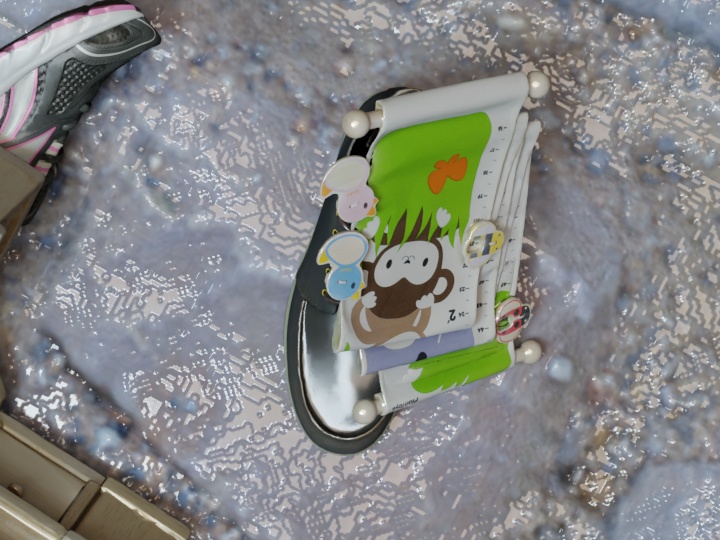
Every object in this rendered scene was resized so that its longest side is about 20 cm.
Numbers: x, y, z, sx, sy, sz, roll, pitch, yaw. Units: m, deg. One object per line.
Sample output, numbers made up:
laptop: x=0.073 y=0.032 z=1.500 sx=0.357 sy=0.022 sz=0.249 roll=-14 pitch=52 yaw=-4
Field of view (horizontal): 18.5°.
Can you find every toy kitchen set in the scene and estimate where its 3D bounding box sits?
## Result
toy kitchen set: x=-0.172 y=0.083 z=1.104 sx=0.199 sy=0.163 sz=0.181 roll=32 pitch=116 yaw=0

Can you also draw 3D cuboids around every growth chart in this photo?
growth chart: x=0.039 y=-0.011 z=1.123 sx=0.144 sy=0.018 sz=0.201 roll=-23 pitch=131 yaw=-29

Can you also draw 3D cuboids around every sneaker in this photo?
sneaker: x=0.000 y=0.000 z=1.161 sx=0.074 sy=0.106 sz=0.201 roll=9 pitch=90 yaw=0
sneaker: x=-0.187 y=-0.071 z=1.187 sx=0.199 sy=0.080 sz=0.087 roll=-31 pitch=102 yaw=8
